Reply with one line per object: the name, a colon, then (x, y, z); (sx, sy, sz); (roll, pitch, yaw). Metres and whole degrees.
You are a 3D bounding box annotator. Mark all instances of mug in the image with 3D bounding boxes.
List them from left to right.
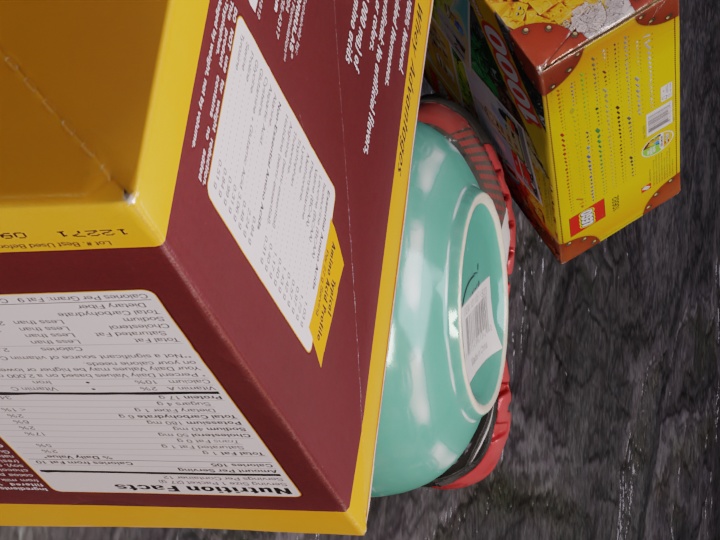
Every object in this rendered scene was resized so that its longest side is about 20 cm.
mug: (-0.003, -0.001, 0.897); (0.152, 0.114, 0.186); (62, 32, -57)

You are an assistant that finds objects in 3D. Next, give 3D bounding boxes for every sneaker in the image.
sneaker: (0.036, 0.015, 1.106); (0.098, 0.070, 0.202); (-28, 118, -74)

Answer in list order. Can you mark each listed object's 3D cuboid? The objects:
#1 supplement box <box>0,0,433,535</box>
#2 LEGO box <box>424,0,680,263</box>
supplement box: (-0.073, -0.054, 0.627); (0.200, 0.132, 0.198); (62, 32, -58)
LEGO box: (0.083, -0.118, 1.091); (0.149, 0.077, 0.200); (55, -8, 26)
